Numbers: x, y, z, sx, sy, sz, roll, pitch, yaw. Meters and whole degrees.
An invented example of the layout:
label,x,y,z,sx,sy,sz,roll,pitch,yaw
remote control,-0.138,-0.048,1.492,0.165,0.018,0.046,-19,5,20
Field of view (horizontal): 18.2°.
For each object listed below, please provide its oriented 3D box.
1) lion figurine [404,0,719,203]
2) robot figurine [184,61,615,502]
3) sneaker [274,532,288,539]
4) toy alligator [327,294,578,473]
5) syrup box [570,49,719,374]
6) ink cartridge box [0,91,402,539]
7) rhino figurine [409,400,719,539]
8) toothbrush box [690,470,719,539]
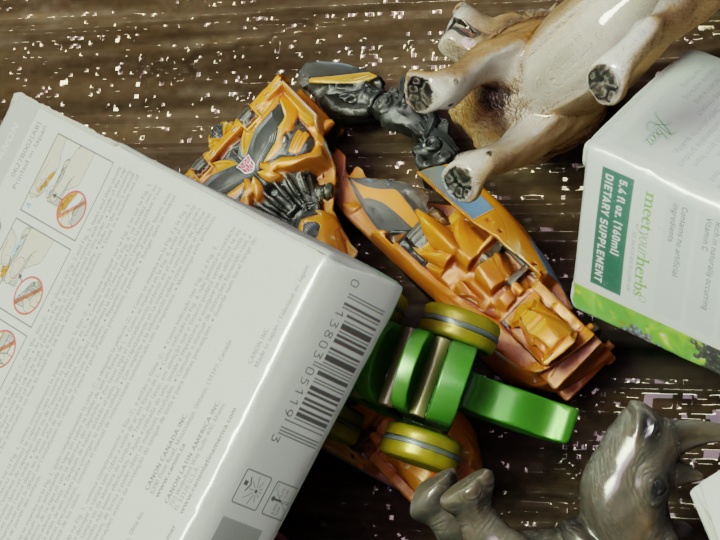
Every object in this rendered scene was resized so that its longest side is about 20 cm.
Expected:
label,x,y,z,sx,sy,sz,roll,pitch,yaw
lion figurine,0.090,-0.091,0.837,0.200,0.122,0.073,-26,94,47
robot figurine,0.000,0.000,0.910,0.145,0.058,0.200,-47,64,2
sneaker,-0.099,0.101,0.898,0.200,0.095,0.079,36,87,25
toy alligator,-0.016,0.029,0.845,0.199,0.054,0.060,16,80,24
syrup box,0.182,0.002,0.813,0.200,0.079,0.081,27,47,26
ink cartridge box,-0.095,0.038,0.844,0.200,0.050,0.161,27,90,45
rhino figurine,0.051,0.113,0.803,0.200,0.060,0.088,-32,97,-1
toothbrush box,0.221,0.121,0.712,0.146,0.085,0.200,-32,107,8
